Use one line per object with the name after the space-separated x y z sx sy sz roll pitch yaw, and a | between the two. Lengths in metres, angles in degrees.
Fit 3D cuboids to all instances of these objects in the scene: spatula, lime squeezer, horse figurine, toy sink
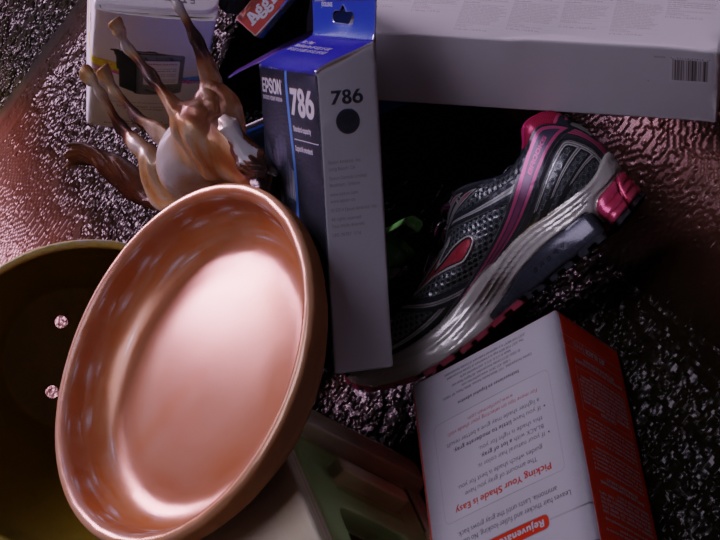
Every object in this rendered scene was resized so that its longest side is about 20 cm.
-0.023 -0.186 1.150 0.056 0.021 0.200 -19 28 43 | spatula
0.000 0.000 1.029 0.071 0.038 0.200 -39 -8 -39 | lime squeezer
-0.111 -0.080 1.012 0.050 0.133 0.200 -33 -1 -31 | horse figurine
-0.030 0.150 0.929 0.112 0.130 0.200 -44 41 16 | toy sink

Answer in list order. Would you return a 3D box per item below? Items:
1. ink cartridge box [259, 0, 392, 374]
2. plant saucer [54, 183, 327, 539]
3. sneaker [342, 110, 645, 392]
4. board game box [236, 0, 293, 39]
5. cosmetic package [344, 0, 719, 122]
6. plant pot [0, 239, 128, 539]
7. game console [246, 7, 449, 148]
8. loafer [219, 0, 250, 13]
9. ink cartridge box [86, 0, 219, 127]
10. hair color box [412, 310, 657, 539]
-0.020 -0.052 0.925 0.099 0.039 0.201 -159 66 -68 | ink cartridge box
-0.085 0.053 0.911 0.200 0.037 0.201 -24 54 38 | plant saucer
0.062 -0.005 0.950 0.200 0.081 0.075 -41 85 21 | sneaker
-0.040 -0.198 1.146 0.103 0.019 0.200 -49 6 4 | board game box
0.099 -0.128 0.945 0.199 0.051 0.083 6 44 15 | cosmetic package
-0.176 0.070 1.103 0.200 0.200 0.142 -57 15 1 | plant pot
-0.019 -0.139 1.103 0.200 0.118 0.171 -17 56 37 | game console
-0.066 -0.233 1.208 0.200 0.070 0.070 135 124 -73 | loafer
-0.147 -0.201 1.199 0.200 0.085 0.148 118 152 -70 | ink cartridge box
0.091 0.132 0.871 0.101 0.061 0.200 -30 47 30 | hair color box
